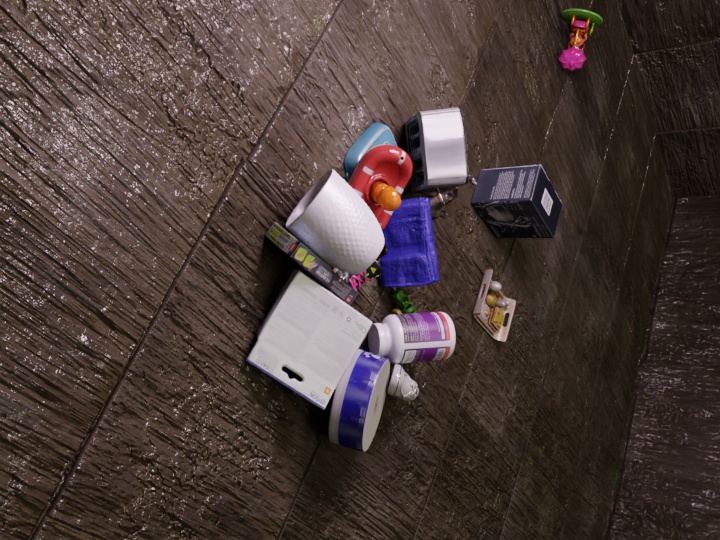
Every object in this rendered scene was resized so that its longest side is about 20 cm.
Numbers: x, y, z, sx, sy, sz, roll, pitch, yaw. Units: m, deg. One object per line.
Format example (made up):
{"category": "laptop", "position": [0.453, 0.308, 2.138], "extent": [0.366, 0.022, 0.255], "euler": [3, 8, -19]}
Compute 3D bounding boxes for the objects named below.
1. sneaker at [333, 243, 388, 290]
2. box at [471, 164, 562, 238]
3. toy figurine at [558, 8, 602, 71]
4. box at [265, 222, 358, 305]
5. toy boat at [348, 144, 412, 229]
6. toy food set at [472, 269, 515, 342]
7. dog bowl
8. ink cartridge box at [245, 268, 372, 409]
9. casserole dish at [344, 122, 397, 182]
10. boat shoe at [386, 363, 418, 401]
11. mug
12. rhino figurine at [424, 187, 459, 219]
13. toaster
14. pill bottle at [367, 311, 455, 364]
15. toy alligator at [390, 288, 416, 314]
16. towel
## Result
{"category": "sneaker", "position": [0.000, 0.000, 1.458], "extent": [0.203, 0.085, 0.075], "euler": [-60, 142, -30]}
{"category": "box", "position": [0.461, -0.197, 1.943], "extent": [0.200, 0.192, 0.127], "euler": [42, 62, -43]}
{"category": "toy figurine", "position": [0.776, -0.816, 2.394], "extent": [0.199, 0.146, 0.190], "euler": [-7, 112, -74]}
{"category": "box", "position": [-0.096, -0.011, 1.325], "extent": [0.035, 0.109, 0.200], "euler": [-50, 134, -3]}
{"category": "toy boat", "position": [0.047, -0.169, 1.436], "extent": [0.128, 0.130, 0.204], "euler": [22, 99, -35]}
{"category": "toy food set", "position": [0.413, 0.109, 2.002], "extent": [0.200, 0.059, 0.147], "euler": [43, 59, -43]}
{"category": "dog bowl", "position": [0.000, 0.278, 1.418], "extent": [0.200, 0.076, 0.207], "euler": [14, 89, -77]}
{"category": "ink cartridge box", "position": [-0.102, 0.136, 1.309], "extent": [0.198, 0.040, 0.203], "euler": [35, 79, -19]}
{"category": "casserole dish", "position": [0.033, -0.258, 1.534], "extent": [0.201, 0.038, 0.123], "euler": [-53, 129, -35]}
{"category": "boat shoe", "position": [0.104, 0.272, 1.548], "extent": [0.201, 0.068, 0.073], "euler": [76, 31, -69]}
{"category": "mug", "position": [-0.044, -0.091, 1.344], "extent": [0.175, 0.200, 0.148], "euler": [42, 95, -15]}
{"category": "rhino figurine", "position": [0.172, -0.150, 1.601], "extent": [0.086, 0.199, 0.061], "euler": [-8, 72, -38]}
{"category": "toaster", "position": [0.186, -0.284, 1.593], "extent": [0.115, 0.200, 0.187], "euler": [-7, 92, -12]}
{"category": "pill bottle", "position": [0.120, 0.159, 1.561], "extent": [0.194, 0.112, 0.117], "euler": [-1, 93, -22]}
{"category": "toy alligator", "position": [0.108, 0.090, 1.627], "extent": [0.059, 0.053, 0.205], "euler": [-40, 121, -42]}
{"category": "towel", "position": [0.105, -0.063, 1.553], "extent": [0.050, 0.143, 0.207], "euler": [-68, 151, -79]}
